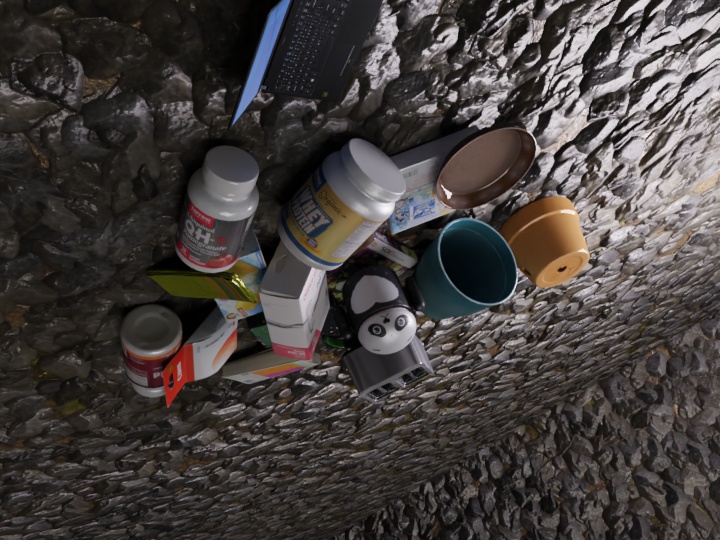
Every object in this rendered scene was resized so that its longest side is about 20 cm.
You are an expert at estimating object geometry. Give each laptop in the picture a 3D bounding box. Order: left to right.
[{"bbox_3d":[-0.071,-0.277,0.853,0.200,0.103,0.177,-1,143,-32],"label":"laptop"}]

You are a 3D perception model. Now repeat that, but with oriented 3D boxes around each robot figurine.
[{"bbox_3d":[0.034,0.070,1.287,0.125,0.200,0.150,12,134,-40],"label":"robot figurine"}]

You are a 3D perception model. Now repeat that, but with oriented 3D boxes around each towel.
[{"bbox_3d":[-0.284,0.029,1.143,0.200,0.018,0.086,3,146,28],"label":"towel"}]

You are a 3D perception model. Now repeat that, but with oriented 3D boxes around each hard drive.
[{"bbox_3d":[-0.139,0.115,1.433,0.200,0.038,0.140,-16,153,5],"label":"hard drive"}]

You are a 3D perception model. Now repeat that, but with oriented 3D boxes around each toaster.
[{"bbox_3d":[0.068,0.222,1.552,0.181,0.119,0.200,-28,154,6],"label":"toaster"}]

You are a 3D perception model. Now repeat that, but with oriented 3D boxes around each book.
[{"bbox_3d":[-0.211,0.230,1.544,0.200,0.048,0.134,-17,158,12],"label":"book"}]

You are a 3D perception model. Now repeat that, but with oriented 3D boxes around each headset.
[{"bbox_3d":[0.003,0.145,1.597,0.200,0.094,0.124,-3,150,-4],"label":"headset"}]

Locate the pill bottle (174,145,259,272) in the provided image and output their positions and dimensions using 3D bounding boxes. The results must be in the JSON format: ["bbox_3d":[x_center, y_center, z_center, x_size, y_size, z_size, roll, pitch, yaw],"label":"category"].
[{"bbox_3d":[-0.225,-0.097,1.018,0.111,0.111,0.200,-4,143,-30],"label":"pill bottle"}]

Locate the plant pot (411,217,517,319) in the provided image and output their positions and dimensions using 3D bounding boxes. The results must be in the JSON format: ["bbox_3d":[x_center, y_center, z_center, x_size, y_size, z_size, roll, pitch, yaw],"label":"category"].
[{"bbox_3d":[0.207,0.014,1.414,0.200,0.200,0.188,-4,159,-29],"label":"plant pot"}]

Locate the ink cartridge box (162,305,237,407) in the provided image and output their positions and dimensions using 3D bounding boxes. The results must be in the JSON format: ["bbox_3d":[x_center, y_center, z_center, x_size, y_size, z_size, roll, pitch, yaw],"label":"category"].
[{"bbox_3d":[-0.324,0.179,1.319,0.050,0.200,0.162,25,142,7],"label":"ink cartridge box"}]

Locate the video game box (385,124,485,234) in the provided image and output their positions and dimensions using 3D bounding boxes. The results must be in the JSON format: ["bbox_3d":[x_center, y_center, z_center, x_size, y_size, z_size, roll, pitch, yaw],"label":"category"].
[{"bbox_3d":[0.136,-0.167,1.212,0.200,0.047,0.182,-21,146,-5],"label":"video game box"}]

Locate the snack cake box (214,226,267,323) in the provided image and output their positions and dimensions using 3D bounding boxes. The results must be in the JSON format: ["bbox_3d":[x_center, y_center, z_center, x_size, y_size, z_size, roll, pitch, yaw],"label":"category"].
[{"bbox_3d":[-0.232,0.012,1.220,0.115,0.067,0.200,-20,148,-7],"label":"snack cake box"}]

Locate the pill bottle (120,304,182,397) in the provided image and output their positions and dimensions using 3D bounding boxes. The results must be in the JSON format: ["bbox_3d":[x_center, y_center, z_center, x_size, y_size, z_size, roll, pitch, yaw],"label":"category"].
[{"bbox_3d":[-0.417,0.167,1.287,0.114,0.114,0.200,-9,146,-22],"label":"pill bottle"}]

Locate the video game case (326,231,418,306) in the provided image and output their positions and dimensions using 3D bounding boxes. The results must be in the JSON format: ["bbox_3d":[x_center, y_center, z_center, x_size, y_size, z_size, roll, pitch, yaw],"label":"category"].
[{"bbox_3d":[0.000,0.000,1.385,0.200,0.036,0.181,-37,145,21],"label":"video game case"}]

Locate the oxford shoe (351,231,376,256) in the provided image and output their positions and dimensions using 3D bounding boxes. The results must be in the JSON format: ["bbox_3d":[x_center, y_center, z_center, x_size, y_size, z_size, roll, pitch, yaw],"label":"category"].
[{"bbox_3d":[0.000,-0.087,1.227,0.084,0.073,0.200,0,154,-37],"label":"oxford shoe"}]

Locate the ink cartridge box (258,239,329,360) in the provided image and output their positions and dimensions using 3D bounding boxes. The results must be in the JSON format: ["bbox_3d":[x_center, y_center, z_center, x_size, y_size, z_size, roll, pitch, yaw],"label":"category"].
[{"bbox_3d":[-0.123,0.057,1.246,0.083,0.147,0.200,10,140,11],"label":"ink cartridge box"}]

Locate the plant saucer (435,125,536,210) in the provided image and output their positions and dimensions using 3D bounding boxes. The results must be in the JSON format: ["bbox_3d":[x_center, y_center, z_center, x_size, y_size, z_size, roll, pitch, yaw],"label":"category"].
[{"bbox_3d":[0.221,-0.190,1.163,0.200,0.035,0.200,-19,148,-12],"label":"plant saucer"}]

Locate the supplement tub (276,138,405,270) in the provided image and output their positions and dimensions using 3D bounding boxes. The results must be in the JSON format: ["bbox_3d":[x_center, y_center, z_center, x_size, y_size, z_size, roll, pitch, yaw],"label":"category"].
[{"bbox_3d":[-0.033,-0.111,1.091,0.145,0.145,0.200,12,134,-44],"label":"supplement tub"}]

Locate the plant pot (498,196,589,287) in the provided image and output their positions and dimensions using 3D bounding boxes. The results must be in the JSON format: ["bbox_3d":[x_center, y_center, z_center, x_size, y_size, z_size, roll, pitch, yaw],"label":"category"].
[{"bbox_3d":[0.435,-0.055,1.491,0.200,0.140,0.200,-16,147,-11],"label":"plant pot"}]
